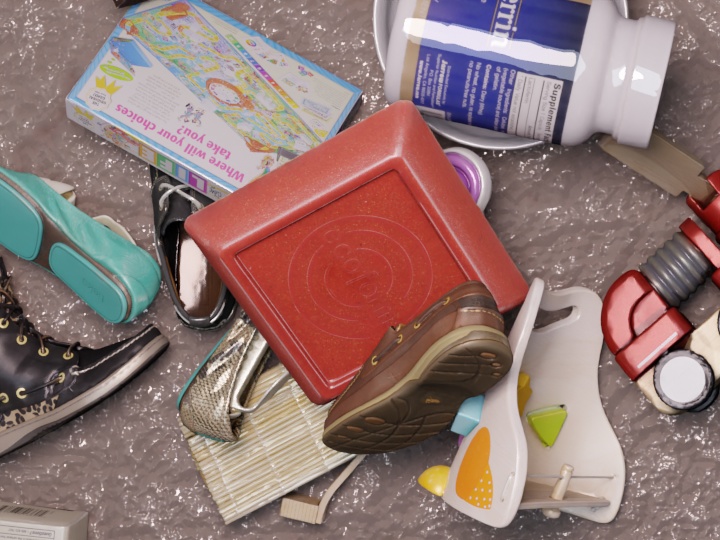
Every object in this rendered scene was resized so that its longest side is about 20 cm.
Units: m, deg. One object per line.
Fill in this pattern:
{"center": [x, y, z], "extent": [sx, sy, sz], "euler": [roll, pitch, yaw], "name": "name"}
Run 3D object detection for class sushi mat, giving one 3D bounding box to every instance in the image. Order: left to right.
{"center": [-0.046, 0.119, 1.490], "extent": [0.199, 0.012, 0.096], "euler": [-28, 87, 9], "name": "sushi mat"}

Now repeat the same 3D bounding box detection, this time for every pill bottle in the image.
{"center": [0.124, -0.156, 1.348], "extent": [0.198, 0.116, 0.117], "euler": [13, 95, 6], "name": "pill bottle"}

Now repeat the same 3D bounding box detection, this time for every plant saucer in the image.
{"center": [0.000, 0.000, 1.384], "extent": [0.199, 0.037, 0.200], "euler": [-28, 118, 13], "name": "plant saucer"}

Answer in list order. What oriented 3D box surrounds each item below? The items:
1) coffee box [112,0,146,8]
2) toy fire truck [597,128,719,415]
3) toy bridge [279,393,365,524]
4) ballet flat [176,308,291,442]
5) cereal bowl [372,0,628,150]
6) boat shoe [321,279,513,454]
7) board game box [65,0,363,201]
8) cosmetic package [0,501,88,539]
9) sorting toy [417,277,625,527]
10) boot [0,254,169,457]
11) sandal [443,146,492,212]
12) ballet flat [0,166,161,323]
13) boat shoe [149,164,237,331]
{"center": [-0.120, -0.282, 1.403], "extent": [0.112, 0.200, 0.080], "euler": [-23, 88, -31], "name": "coffee box"}
{"center": [0.245, -0.011, 1.429], "extent": [0.176, 0.129, 0.200], "euler": [-41, 76, 8], "name": "toy fire truck"}
{"center": [-0.014, 0.109, 1.507], "extent": [0.067, 0.027, 0.202], "euler": [13, 95, 7], "name": "toy bridge"}
{"center": [-0.073, 0.048, 1.476], "extent": [0.075, 0.068, 0.201], "euler": [23, 80, 22], "name": "ballet flat"}
{"center": [0.111, -0.193, 1.447], "extent": [0.198, 0.083, 0.202], "euler": [0, 92, 8], "name": "cereal bowl"}
{"center": [0.040, 0.076, 1.373], "extent": [0.200, 0.072, 0.068], "euler": [-41, 43, 42], "name": "boat shoe"}
{"center": [-0.116, -0.134, 1.475], "extent": [0.199, 0.034, 0.135], "euler": [30, 68, 5], "name": "board game box"}
{"center": [-0.289, 0.299, 1.530], "extent": [0.104, 0.071, 0.202], "euler": [7, 94, 6], "name": "cosmetic package"}
{"center": [0.137, 0.098, 1.426], "extent": [0.106, 0.200, 0.182], "euler": [17, 93, 31], "name": "sorting toy"}
{"center": [-0.272, 0.056, 1.518], "extent": [0.199, 0.073, 0.151], "euler": [-29, 90, 14], "name": "boot"}
{"center": [0.025, -0.010, 1.434], "extent": [0.082, 0.050, 0.204], "euler": [36, 105, 22], "name": "sandal"}
{"center": [-0.242, -0.031, 1.508], "extent": [0.200, 0.070, 0.068], "euler": [37, 130, 14], "name": "ballet flat"}
{"center": [-0.136, -0.052, 1.495], "extent": [0.071, 0.068, 0.202], "euler": [-7, 87, 8], "name": "boat shoe"}
